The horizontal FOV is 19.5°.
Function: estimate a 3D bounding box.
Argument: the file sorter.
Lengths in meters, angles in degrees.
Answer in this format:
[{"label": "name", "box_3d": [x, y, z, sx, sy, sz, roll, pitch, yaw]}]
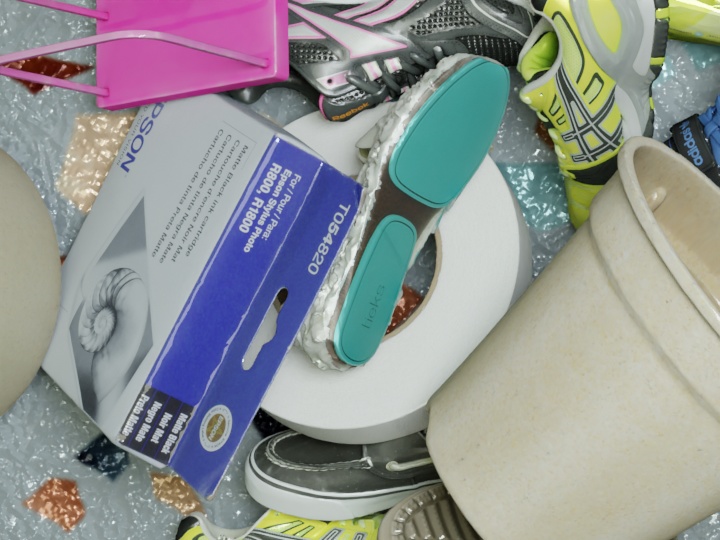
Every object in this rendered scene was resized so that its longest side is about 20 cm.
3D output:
[{"label": "file sorter", "box_3d": [-0.132, -0.206, 1.180, 0.138, 0.125, 0.202, -6, 82, 36]}]

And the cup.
[{"label": "cup", "box_3d": [-0.293, 0.004, 1.214, 0.198, 0.143, 0.202, -1, 85, 17]}]

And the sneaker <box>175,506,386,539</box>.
[{"label": "sneaker", "box_3d": [-0.020, 0.168, 1.251, 0.198, 0.075, 0.077, -12, 92, 5]}]

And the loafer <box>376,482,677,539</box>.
[{"label": "loafer", "box_3d": [0.091, 0.163, 1.201, 0.198, 0.068, 0.076, 3, 60, -30]}]

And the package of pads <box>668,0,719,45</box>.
[{"label": "package of pads", "box_3d": [0.188, -0.210, 1.216, 0.198, 0.068, 0.156, 9, 93, 6]}]

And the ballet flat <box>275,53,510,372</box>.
[{"label": "ballet flat", "box_3d": [0.011, -0.040, 1.176, 0.071, 0.072, 0.201, 28, 82, 4]}]

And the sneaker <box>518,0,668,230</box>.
[{"label": "sneaker", "box_3d": [0.125, -0.102, 1.179, 0.076, 0.076, 0.201, -2, 133, -1]}]

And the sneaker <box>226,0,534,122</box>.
[{"label": "sneaker", "box_3d": [0.006, -0.125, 1.222, 0.198, 0.080, 0.087, 2, 68, 19]}]

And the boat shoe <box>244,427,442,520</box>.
[{"label": "boat shoe", "box_3d": [0.028, 0.097, 1.237, 0.198, 0.071, 0.064, -6, 129, -1]}]

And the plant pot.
[{"label": "plant pot", "box_3d": [0.140, 0.065, 1.104, 0.183, 0.200, 0.201, -41, 88, 21]}]

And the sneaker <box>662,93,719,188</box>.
[{"label": "sneaker", "box_3d": [0.215, -0.084, 1.175, 0.110, 0.200, 0.077, -19, 48, 10]}]

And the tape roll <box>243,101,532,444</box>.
[{"label": "tape roll", "box_3d": [0.000, 0.000, 1.220, 0.201, 0.037, 0.205, -7, 69, 17]}]

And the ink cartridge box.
[{"label": "ink cartridge box", "box_3d": [-0.102, 0.001, 1.204, 0.040, 0.200, 0.201, 24, 96, -39]}]
